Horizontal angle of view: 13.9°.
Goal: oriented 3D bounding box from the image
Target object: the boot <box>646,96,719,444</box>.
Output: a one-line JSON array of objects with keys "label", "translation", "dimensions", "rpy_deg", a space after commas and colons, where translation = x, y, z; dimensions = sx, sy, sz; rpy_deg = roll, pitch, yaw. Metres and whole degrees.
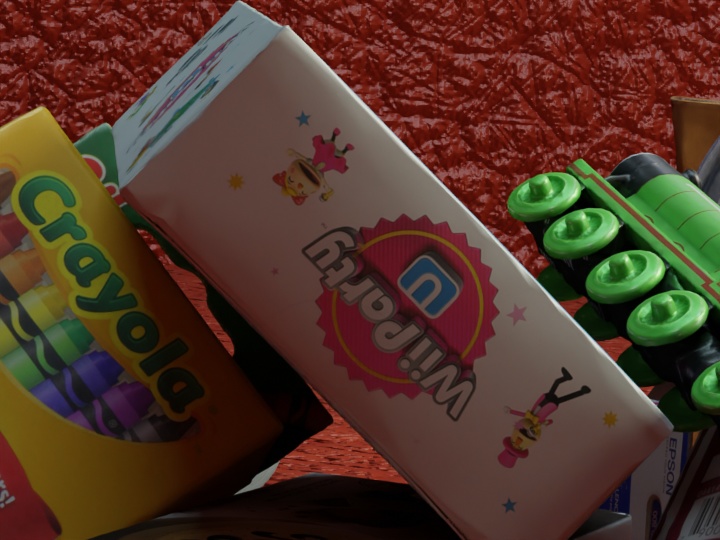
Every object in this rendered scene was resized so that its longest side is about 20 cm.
[{"label": "boot", "translation": [0.147, 0.022, 1.340], "dimensions": [0.188, 0.201, 0.068], "rpy_deg": [2, 7, 30]}]

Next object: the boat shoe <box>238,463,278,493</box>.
[{"label": "boat shoe", "translation": [-0.135, 0.056, 1.156], "dimensions": [0.199, 0.071, 0.091], "rpy_deg": [0, 9, -21]}]

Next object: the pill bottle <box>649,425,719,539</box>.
[{"label": "pill bottle", "translation": [0.149, 0.058, 0.828], "dimensions": [0.109, 0.110, 0.200], "rpy_deg": [5, 45, 29]}]

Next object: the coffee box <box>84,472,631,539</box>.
[{"label": "coffee box", "translation": [-0.006, 0.112, 0.832], "dimensions": [0.113, 0.080, 0.200], "rpy_deg": [5, 5, 23]}]

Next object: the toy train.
[{"label": "toy train", "translation": [0.097, 0.013, 0.794], "dimensions": [0.056, 0.042, 0.200], "rpy_deg": [-26, 29, -7]}]

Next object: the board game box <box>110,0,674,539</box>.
[{"label": "board game box", "translation": [0.000, 0.000, 0.834], "dimensions": [0.148, 0.064, 0.200], "rpy_deg": [46, 1, -9]}]

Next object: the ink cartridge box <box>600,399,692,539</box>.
[{"label": "ink cartridge box", "translation": [0.080, 0.091, 1.092], "dimensions": [0.037, 0.095, 0.200], "rpy_deg": [2, 4, -22]}]

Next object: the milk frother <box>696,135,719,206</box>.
[{"label": "milk frother", "translation": [0.213, 0.026, 1.015], "dimensions": [0.199, 0.181, 0.188], "rpy_deg": [-16, -9, 2]}]

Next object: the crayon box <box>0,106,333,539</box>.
[{"label": "crayon box", "translation": [-0.115, 0.040, 0.865], "dimensions": [0.200, 0.127, 0.051], "rpy_deg": [-34, -11, -26]}]
